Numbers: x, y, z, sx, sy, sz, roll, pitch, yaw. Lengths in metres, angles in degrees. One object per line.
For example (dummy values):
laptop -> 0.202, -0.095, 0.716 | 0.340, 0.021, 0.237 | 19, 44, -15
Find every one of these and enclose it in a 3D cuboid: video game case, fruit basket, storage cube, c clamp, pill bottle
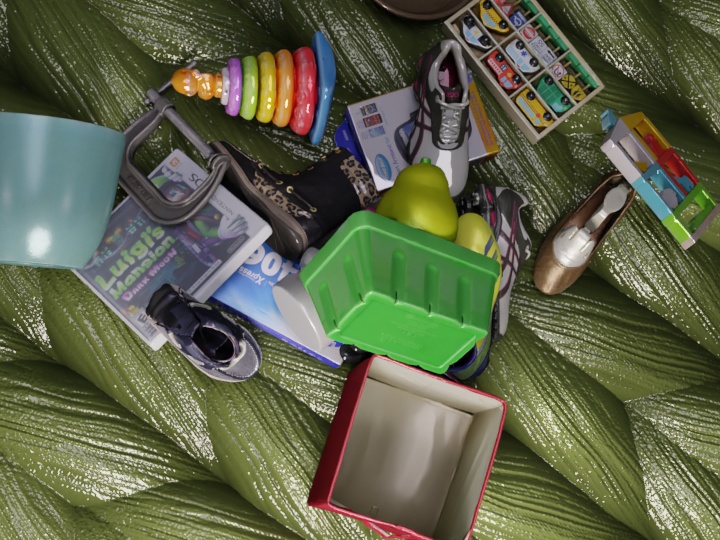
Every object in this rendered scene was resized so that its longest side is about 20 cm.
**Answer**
video game case -> -0.233, -0.030, 1.512 | 0.181, 0.023, 0.200 | 38, 78, 29
fruit basket -> 0.049, -0.014, 1.398 | 0.214, 0.156, 0.218 | 23, 44, -24
storage cube -> 0.051, 0.215, 1.469 | 0.169, 0.180, 0.203 | 19, 76, -6
c clamp -> -0.227, -0.153, 1.542 | 0.170, 0.027, 0.201 | -37, 59, -3
pill bottle -> 0.000, 0.000, 1.495 | 0.199, 0.116, 0.117 | -37, 86, -19

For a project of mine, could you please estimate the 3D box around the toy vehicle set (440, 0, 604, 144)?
toy vehicle set -> 0.216, -0.283, 1.671 | 0.124, 0.027, 0.201 | -38, 87, -14

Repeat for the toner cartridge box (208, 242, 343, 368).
toner cartridge box -> -0.093, 0.032, 1.555 | 0.198, 0.043, 0.096 | 27, 77, -3

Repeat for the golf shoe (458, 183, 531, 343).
golf shoe -> 0.180, -0.009, 1.590 | 0.087, 0.077, 0.203 | 1, 84, -24

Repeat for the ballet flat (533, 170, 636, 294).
ballet flat -> 0.295, -0.056, 1.616 | 0.068, 0.072, 0.200 | 43, 76, 2

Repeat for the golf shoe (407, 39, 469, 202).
golf shoe -> 0.100, -0.186, 1.559 | 0.076, 0.088, 0.203 | -1, 81, -9

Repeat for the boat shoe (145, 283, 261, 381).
boat shoe -> -0.161, 0.093, 1.452 | 0.092, 0.200, 0.075 | 35, 88, 41

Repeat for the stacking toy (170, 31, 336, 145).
stacking toy -> -0.135, -0.226, 1.549 | 0.197, 0.110, 0.117 | 1, 54, -13

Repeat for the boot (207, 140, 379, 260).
boot -> -0.085, -0.110, 1.565 | 0.150, 0.074, 0.200 | -28, 55, -29

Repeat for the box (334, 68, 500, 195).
box -> 0.069, -0.175, 1.622 | 0.198, 0.041, 0.121 | -19, 82, -14

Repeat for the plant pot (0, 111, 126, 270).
plant pot -> -0.378, -0.086, 1.463 | 0.197, 0.201, 0.164 | 4, 88, -8

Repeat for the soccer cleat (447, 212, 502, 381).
soccer cleat -> 0.127, 0.031, 1.508 | 0.064, 0.083, 0.203 | 2, 89, 31

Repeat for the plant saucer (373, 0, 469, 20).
plant saucer -> 0.071, -0.426, 1.666 | 0.197, 0.029, 0.203 | 3, 80, -16

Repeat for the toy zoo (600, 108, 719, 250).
toy zoo -> 0.382, -0.131, 1.632 | 0.201, 0.020, 0.131 | 51, 38, 3

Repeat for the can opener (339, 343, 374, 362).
can opener -> 0.058, 0.075, 1.524 | 0.198, 0.063, 0.079 | -7, 58, -44
